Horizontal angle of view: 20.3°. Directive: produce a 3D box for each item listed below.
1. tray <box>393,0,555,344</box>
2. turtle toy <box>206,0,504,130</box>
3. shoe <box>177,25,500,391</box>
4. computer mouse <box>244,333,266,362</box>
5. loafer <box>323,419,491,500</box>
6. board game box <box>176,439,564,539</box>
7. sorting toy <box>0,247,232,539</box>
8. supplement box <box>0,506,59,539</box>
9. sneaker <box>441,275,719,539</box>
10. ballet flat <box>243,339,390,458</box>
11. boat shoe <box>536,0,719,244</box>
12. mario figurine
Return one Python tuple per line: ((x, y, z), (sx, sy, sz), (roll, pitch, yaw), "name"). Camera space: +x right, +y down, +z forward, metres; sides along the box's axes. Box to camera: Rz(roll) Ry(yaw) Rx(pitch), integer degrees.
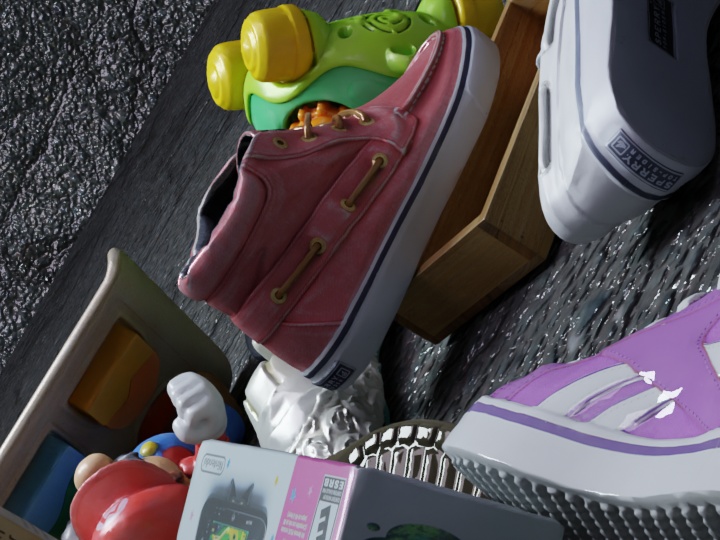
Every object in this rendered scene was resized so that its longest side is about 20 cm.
((0.076, -0.070, 0.916), (0.099, 0.037, 0.201), (-42, 19, 54), "tray")
((-0.005, -0.085, 1.088), (0.200, 0.144, 0.102), (158, 101, -70), "turtle toy")
((-0.008, -0.050, 0.901), (0.071, 0.091, 0.201), (-39, 23, 57), "shoe")
((0.000, 0.000, 1.072), (0.200, 0.034, 0.059), (-34, 50, 47), "computer mouse")
((0.013, 0.097, 0.683), (0.199, 0.067, 0.077), (-10, 64, 53), "loafer")
((-0.023, 0.155, 0.561), (0.147, 0.064, 0.202), (173, 111, -71), "board game box")
((-0.148, 0.110, 1.190), (0.201, 0.036, 0.185), (-64, -26, -14), "sorting toy")
((-0.141, 0.171, 0.807), (0.127, 0.199, 0.073), (-61, 9, -10), "supplement box")
((0.102, 0.027, 0.512), (0.115, 0.072, 0.200), (-58, 21, -16), "sneaker")
((-0.025, 0.055, 0.948), (0.072, 0.071, 0.200), (-53, 14, 23), "ballet flat")
((0.097, -0.090, 0.787), (0.065, 0.073, 0.201), (-44, 17, 36), "boat shoe")
((-0.117, 0.107, 1.081), (0.200, 0.105, 0.125), (-80, -11, -78), "mario figurine")
